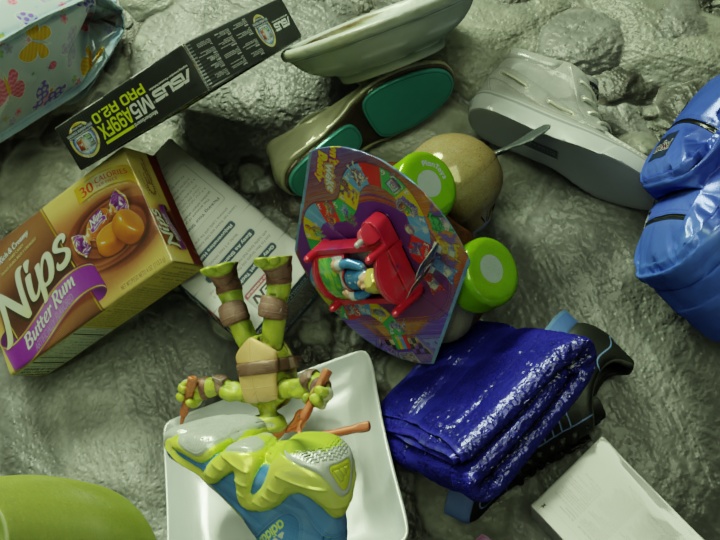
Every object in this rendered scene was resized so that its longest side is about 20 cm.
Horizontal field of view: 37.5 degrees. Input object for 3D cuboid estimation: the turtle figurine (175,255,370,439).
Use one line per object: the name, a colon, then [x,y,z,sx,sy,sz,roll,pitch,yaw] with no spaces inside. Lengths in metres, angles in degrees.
turtle figurine: [-0.073,0.071,0.868,0.197,0.064,0.165,-7,90,36]

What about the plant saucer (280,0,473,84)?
plant saucer: [0.024,-0.217,0.997,0.197,0.200,0.051,-21,105,0]

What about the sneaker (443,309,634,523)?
sneaker: [0.146,0.129,0.862,0.077,0.070,0.201,31,76,20]

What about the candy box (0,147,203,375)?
candy box: [-0.247,-0.005,0.947,0.198,0.056,0.118,-32,74,18]

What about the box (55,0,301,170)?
box: [-0.159,-0.171,0.956,0.159,0.200,0.045,-24,104,28]

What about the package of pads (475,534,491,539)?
package of pads: [0.114,0.300,0.768,0.200,0.076,0.120,43,41,22]

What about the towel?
towel: [0.086,0.096,0.825,0.050,0.200,0.148,44,77,-15]

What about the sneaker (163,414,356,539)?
sneaker: [-0.080,0.169,0.786,0.198,0.075,0.107,1,98,50]

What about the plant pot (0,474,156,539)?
plant pot: [-0.269,0.236,0.813,0.183,0.201,0.190,-3,66,8]

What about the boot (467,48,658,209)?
boot: [0.202,-0.138,0.968,0.198,0.074,0.096,29,68,14]

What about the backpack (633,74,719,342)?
backpack: [0.308,-0.052,0.857,0.167,0.163,0.201,37,87,4]

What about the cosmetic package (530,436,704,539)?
cosmetic package: [0.228,0.233,0.814,0.082,0.051,0.200,-38,66,-10]

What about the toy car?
toy car: [0.083,-0.052,0.908,0.200,0.164,0.159,-41,96,-33]

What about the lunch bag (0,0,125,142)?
lunch bag: [-0.358,-0.238,1.073,0.168,0.128,0.200,26,48,19]

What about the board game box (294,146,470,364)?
board game box: [0.000,0.000,0.833,0.157,0.202,0.039,37,53,18]

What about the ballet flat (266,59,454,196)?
ballet flat: [-0.005,-0.149,1.014,0.198,0.070,0.070,-33,66,-5]

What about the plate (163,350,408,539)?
plate: [-0.065,0.175,0.865,0.197,0.033,0.201,-21,42,6]

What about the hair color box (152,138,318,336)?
hair color box: [-0.134,-0.021,0.977,0.199,0.061,0.100,38,80,22]
